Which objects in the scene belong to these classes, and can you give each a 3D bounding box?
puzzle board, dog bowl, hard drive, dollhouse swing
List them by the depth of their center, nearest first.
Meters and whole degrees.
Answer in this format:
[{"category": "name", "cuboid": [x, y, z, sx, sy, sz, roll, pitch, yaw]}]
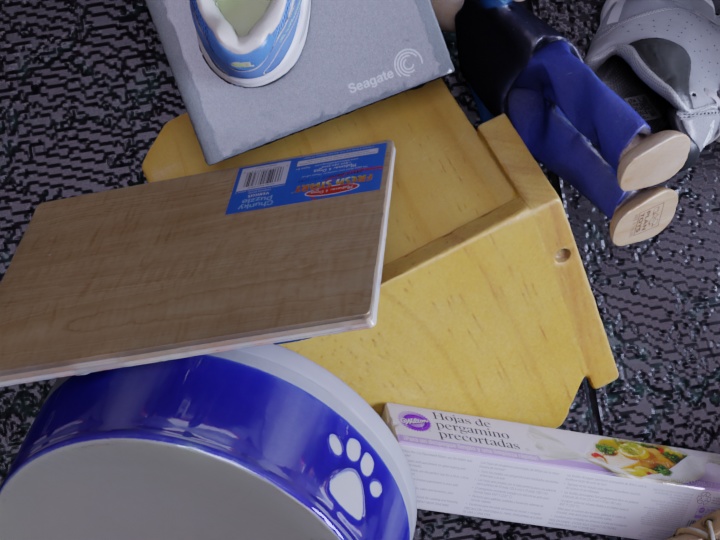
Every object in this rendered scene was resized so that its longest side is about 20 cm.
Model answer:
[{"category": "puzzle board", "cuboid": [-0.082, -0.003, 0.751, 0.198, 0.151, 0.017, -9, 123, 12]}, {"category": "dog bowl", "cuboid": [-0.076, 0.128, 0.757, 0.199, 0.201, 0.079, 18, 40, 2]}, {"category": "hard drive", "cuboid": [-0.049, -0.172, 0.801, 0.139, 0.033, 0.201, -20, 97, 2]}, {"category": "dollhouse swing", "cuboid": [0.000, 0.000, 0.852, 0.199, 0.176, 0.182, -27, 126, -3]}]

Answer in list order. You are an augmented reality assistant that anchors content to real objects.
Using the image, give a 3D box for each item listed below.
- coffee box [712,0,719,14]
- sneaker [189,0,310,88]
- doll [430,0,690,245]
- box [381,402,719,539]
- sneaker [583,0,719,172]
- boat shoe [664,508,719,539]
[{"category": "coffee box", "cuboid": [0.186, -0.216, 0.852, 0.199, 0.080, 0.114, 21, 83, 2]}, {"category": "sneaker", "cuboid": [-0.051, -0.189, 0.743, 0.075, 0.077, 0.202, -4, 97, 0]}, {"category": "doll", "cuboid": [0.090, -0.097, 0.819, 0.048, 0.137, 0.200, -24, 53, -19]}, {"category": "box", "cuboid": [0.104, 0.108, 0.807, 0.198, 0.039, 0.042, 9, 116, -14]}, {"category": "sneaker", "cuboid": [0.204, -0.075, 0.818, 0.199, 0.075, 0.116, 26, 44, 10]}, {"category": "boat shoe", "cuboid": [0.180, 0.161, 0.778, 0.200, 0.064, 0.071, -48, 43, 20]}]
